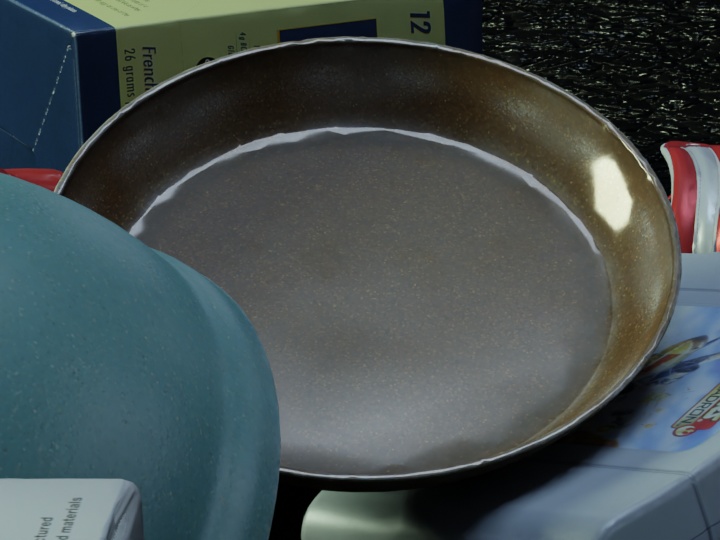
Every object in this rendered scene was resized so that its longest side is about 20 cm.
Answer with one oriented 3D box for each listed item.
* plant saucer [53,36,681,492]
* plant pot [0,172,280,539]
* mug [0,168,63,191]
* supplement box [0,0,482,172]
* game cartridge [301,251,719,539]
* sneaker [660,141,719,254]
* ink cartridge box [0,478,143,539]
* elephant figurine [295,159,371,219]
[{"bbox_3d":[0.000,0.000,0.833,0.199,0.032,0.201,1,45,-1],"label":"plant saucer"},{"bbox_3d":[-0.139,0.050,0.684,0.200,0.201,0.134,19,-16,48],"label":"plant pot"},{"bbox_3d":[-0.196,0.010,0.959,0.199,0.178,0.134,-4,54,-23],"label":"mug"},{"bbox_3d":[-0.072,-0.076,1.263,0.199,0.135,0.200,-10,19,-24],"label":"supplement box"},{"bbox_3d":[0.090,0.046,0.835,0.133,0.042,0.200,-4,23,43],"label":"game cartridge"},{"bbox_3d":[0.177,-0.021,1.006,0.112,0.072,0.200,-1,7,25],"label":"sneaker"},{"bbox_3d":[-0.146,0.127,0.582,0.198,0.149,0.086,-2,20,2],"label":"ink cartridge box"},{"bbox_3d":[-0.076,0.036,0.906,0.199,0.156,0.142,-10,59,-11],"label":"elephant figurine"}]
